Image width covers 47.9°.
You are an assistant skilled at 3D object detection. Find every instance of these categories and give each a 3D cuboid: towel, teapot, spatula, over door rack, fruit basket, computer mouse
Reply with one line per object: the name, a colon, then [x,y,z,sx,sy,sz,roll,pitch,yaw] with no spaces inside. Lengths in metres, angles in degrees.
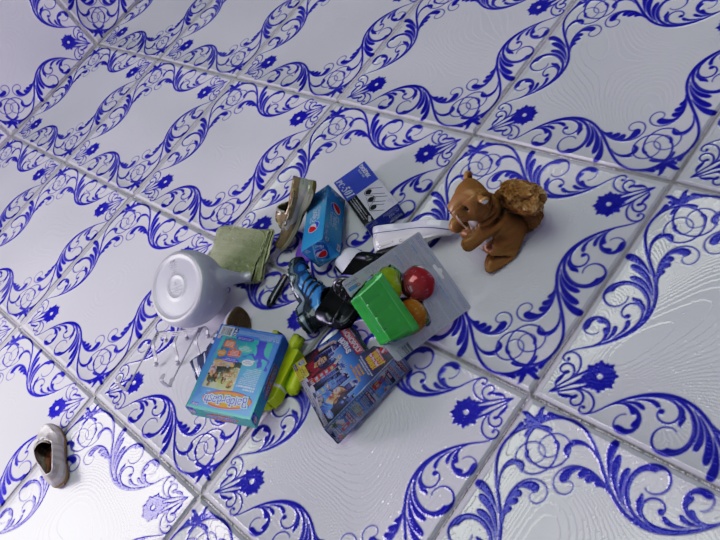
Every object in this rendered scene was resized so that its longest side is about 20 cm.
towel: [-0.299,-0.038,1.998,0.200,0.036,0.149,6,73,37]
teapot: [-0.389,0.049,1.927,0.200,0.146,0.198,29,98,33]
spatula: [-0.164,0.001,1.902,0.056,0.021,0.200,20,69,41]
over door rack: [-0.449,0.212,1.877,0.148,0.067,0.200,-8,31,28]
fruit basket: [0.089,0.049,1.571,0.200,0.185,0.094,-34,-3,-29]
computer mouse: [0.000,0.000,1.776,0.110,0.044,0.200,-48,44,-8]

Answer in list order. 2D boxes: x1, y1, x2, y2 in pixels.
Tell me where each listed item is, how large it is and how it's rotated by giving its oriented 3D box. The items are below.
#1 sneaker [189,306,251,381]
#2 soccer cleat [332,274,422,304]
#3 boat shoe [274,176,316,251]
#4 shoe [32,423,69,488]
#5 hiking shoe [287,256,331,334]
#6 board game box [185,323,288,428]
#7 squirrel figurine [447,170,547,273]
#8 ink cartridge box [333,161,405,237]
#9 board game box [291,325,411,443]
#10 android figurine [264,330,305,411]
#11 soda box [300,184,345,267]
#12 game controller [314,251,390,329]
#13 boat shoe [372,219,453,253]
sneaker: [-0.318,0.172,1.832,0.108,0.070,0.200,-28,32,31]
soccer cleat: [0.042,0.039,1.643,0.200,0.068,0.073,13,41,-7]
boat shoe: [-0.168,-0.138,1.923,0.074,0.066,0.200,-95,28,-60]
shoe: [-0.733,0.426,1.914,0.070,0.053,0.200,-40,43,-1]
hiking shoe: [-0.104,0.048,1.797,0.087,0.074,0.200,-21,56,8]
board game box: [-0.253,0.216,1.682,0.152,0.045,0.200,9,58,19]
squirrel figurine: [0.264,-0.124,1.594,0.200,0.187,0.142,-29,44,11]
ink cartridge box: [0.019,-0.169,1.901,0.094,0.044,0.200,-35,43,2]
board game box: [-0.012,0.205,1.602,0.200,0.062,0.200,-35,39,0]
android figurine: [-0.195,0.222,1.727,0.182,0.041,0.200,4,58,36]
soda box: [-0.085,-0.105,1.878,0.068,0.064,0.200,-31,34,27]
game controller: [-0.015,0.038,1.700,0.104,0.042,0.200,5,51,47]
boat shoe: [0.116,-0.067,1.746,0.200,0.071,0.070,-4,81,27]
